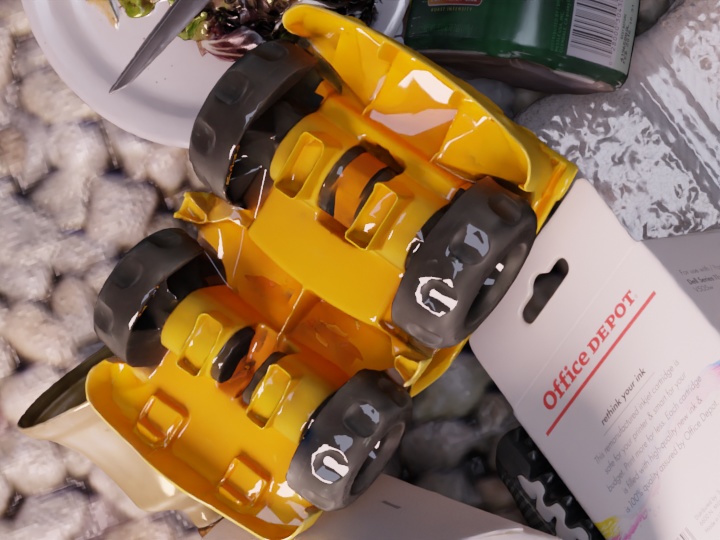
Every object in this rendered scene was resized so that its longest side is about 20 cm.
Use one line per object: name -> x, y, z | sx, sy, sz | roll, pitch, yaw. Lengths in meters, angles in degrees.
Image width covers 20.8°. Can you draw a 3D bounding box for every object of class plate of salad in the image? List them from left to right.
plate of salad -> -0.071, -0.155, 0.900 | 0.200, 0.048, 0.200 | 0, 91, 15

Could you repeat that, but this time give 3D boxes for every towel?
towel -> 0.175, -0.025, 0.915 | 0.133, 0.034, 0.200 | -35, 88, 3

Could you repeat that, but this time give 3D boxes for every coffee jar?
coffee jar -> 0.087, -0.184, 0.881 | 0.085, 0.104, 0.200 | 12, 89, -33

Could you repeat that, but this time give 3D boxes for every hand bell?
hand bell -> -0.061, 0.124, 0.918 | 0.104, 0.104, 0.200 | -32, 100, 3

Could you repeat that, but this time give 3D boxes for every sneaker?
sneaker -> 0.123, 0.160, 0.901 | 0.200, 0.066, 0.091 | 45, 125, 18

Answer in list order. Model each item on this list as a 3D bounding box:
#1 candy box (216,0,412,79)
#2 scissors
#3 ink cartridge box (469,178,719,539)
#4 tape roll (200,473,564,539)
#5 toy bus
candy box -> -0.024, -0.159, 0.931 | 0.102, 0.026, 0.200 | -7, 90, 8
scissors -> -0.046, -0.159, 0.865 | 0.200, 0.014, 0.073 | -36, 83, -5
ink cartridge box -> 0.145, 0.063, 0.852 | 0.200, 0.067, 0.117 | 55, 131, 28
tape roll -> 0.019, 0.195, 0.833 | 0.203, 0.139, 0.203 | -4, 98, -29
toy bus -> 0.000, 0.000, 0.850 | 0.136, 0.192, 0.200 | 35, 103, 16
